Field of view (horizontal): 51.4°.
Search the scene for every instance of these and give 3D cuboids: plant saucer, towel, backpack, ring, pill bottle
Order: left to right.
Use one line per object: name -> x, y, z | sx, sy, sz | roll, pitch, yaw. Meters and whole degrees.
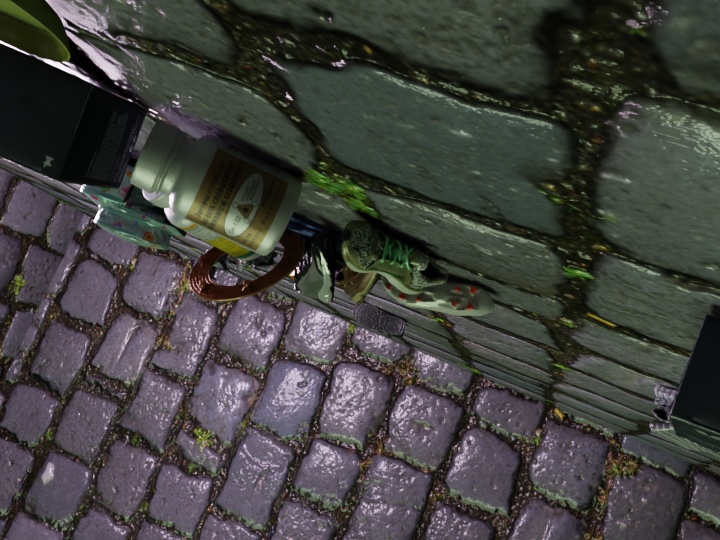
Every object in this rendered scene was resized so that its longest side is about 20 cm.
plant saucer -> -0.376, -0.274, 0.737 | 0.199, 0.031, 0.200 | 24, 173, 3
backpack -> -0.415, -0.130, 1.389 | 0.199, 0.154, 0.176 | 30, 177, -3
pill bottle -> -0.228, -0.102, 1.152 | 0.112, 0.113, 0.200 | 15, 169, 45
pill bottle -> -0.187, -0.110, 0.971 | 0.199, 0.115, 0.114 | 25, 172, -14
ring -> -0.189, -0.019, 1.232 | 0.200, 0.200, 0.019 | 17, 137, 40
towel -> -0.084, -0.061, 1.359 | 0.144, 0.024, 0.200 | 22, 174, -7
towel -> 0.641, 0.294, 1.368 | 0.200, 0.086, 0.165 | 30, 169, -38

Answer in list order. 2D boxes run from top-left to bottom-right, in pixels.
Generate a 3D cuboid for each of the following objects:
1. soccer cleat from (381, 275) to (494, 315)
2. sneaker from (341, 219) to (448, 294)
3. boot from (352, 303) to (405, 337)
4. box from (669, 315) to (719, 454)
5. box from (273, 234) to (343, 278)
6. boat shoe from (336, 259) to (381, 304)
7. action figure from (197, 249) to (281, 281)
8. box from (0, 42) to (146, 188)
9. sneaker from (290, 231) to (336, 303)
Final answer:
soccer cleat -> 0.126, 0.039, 1.240 | 0.199, 0.070, 0.077 | 16, 173, 33
sneaker -> 0.056, -0.023, 1.074 | 0.088, 0.077, 0.199 | -3, 161, 44
boot -> 0.056, 0.152, 2.222 | 0.164, 0.066, 0.200 | 25, 177, 5
box -> 0.451, 0.152, 0.800 | 0.196, 0.118, 0.200 | 19, 172, 29
box -> -0.088, -0.026, 1.407 | 0.199, 0.036, 0.143 | 27, 171, -40
boat shoe -> 0.000, 0.000, 1.258 | 0.067, 0.072, 0.200 | 35, 158, 0
action figure -> -0.250, -0.045, 1.640 | 0.199, 0.103, 0.119 | -17, 165, -35
box -> -0.390, -0.190, 0.896 | 0.196, 0.118, 0.200 | 23, -175, -1
sneaker -> -0.081, -0.001, 1.278 | 0.079, 0.074, 0.200 | 5, 152, -2
